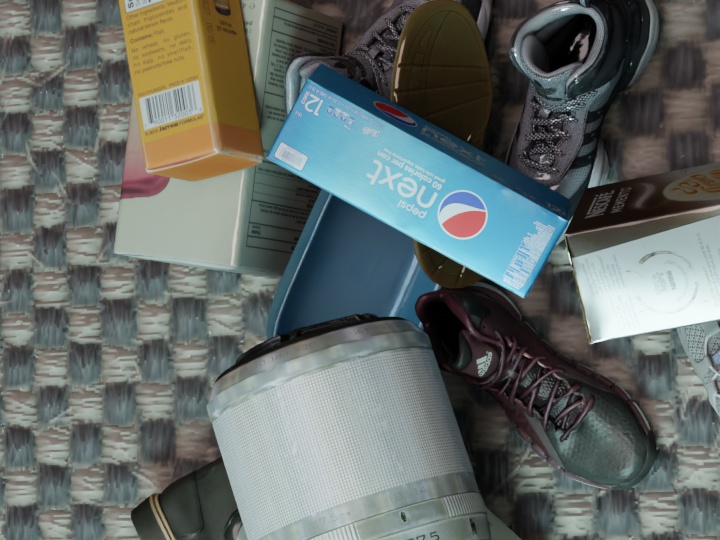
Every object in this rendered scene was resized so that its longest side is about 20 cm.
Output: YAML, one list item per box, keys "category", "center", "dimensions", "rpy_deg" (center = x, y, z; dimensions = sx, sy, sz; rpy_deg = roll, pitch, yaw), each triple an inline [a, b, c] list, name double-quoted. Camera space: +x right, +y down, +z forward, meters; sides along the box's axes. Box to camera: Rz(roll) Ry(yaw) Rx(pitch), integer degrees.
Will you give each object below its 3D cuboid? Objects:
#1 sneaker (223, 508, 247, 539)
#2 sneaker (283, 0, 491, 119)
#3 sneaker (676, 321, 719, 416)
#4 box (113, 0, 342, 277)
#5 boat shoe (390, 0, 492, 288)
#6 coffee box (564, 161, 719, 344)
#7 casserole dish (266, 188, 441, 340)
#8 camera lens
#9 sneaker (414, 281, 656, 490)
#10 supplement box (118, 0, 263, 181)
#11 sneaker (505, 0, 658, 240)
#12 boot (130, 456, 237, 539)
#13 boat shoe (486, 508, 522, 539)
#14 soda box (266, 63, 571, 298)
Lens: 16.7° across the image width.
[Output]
- category: "sneaker"
  center: [-0.011, 0.231, 1.746]
  dimensions: [0.200, 0.079, 0.074]
  rpy_deg: [37, 79, 7]
- category: "sneaker"
  center: [0.016, -0.152, 1.764]
  dimensions: [0.075, 0.114, 0.200]
  rpy_deg: [37, 103, 28]
- category: "sneaker"
  center: [0.274, 0.086, 1.641]
  dimensions: [0.075, 0.082, 0.200]
  rpy_deg: [-41, 66, 17]
- category: "box"
  center: [-0.096, -0.100, 1.809]
  dimensions: [0.109, 0.128, 0.201]
  rpy_deg: [7, 89, 26]
- category: "boat shoe"
  center: [0.057, -0.090, 1.727]
  dimensions: [0.073, 0.063, 0.201]
  rpy_deg: [-9, 100, -8]
- category: "coffee box"
  center: [0.245, -0.022, 1.625]
  dimensions: [0.199, 0.114, 0.080]
  rpy_deg: [-11, 105, 16]
- category: "casserole dish"
  center: [0.000, 0.000, 1.767]
  dimensions: [0.039, 0.121, 0.201]
  rpy_deg: [23, 90, 57]
- category: "camera lens"
  center: [-0.006, 0.140, 1.652]
  dimensions: [0.160, 0.160, 0.201]
  rpy_deg: [-23, 77, 22]
- category: "sneaker"
  center: [0.109, 0.082, 1.704]
  dimensions: [0.200, 0.115, 0.076]
  rpy_deg: [40, 103, 23]
- category: "supplement box"
  center: [-0.124, -0.168, 1.720]
  dimensions: [0.069, 0.066, 0.201]
  rpy_deg: [-12, 80, 27]
- category: "sneaker"
  center: [0.133, -0.111, 1.699]
  dimensions: [0.075, 0.114, 0.201]
  rpy_deg: [26, 98, 25]
- category: "boot"
  center: [-0.064, 0.218, 1.806]
  dimensions: [0.138, 0.077, 0.200]
  rpy_deg: [-38, 77, 8]
- category: "boat shoe"
  center: [0.047, 0.179, 1.759]
  dimensions: [0.200, 0.072, 0.069]
  rpy_deg: [42, 104, 13]
- category: "soda box"
  center: [0.041, -0.061, 1.659]
  dimensions: [0.200, 0.068, 0.064]
  rpy_deg: [29, 106, -1]
